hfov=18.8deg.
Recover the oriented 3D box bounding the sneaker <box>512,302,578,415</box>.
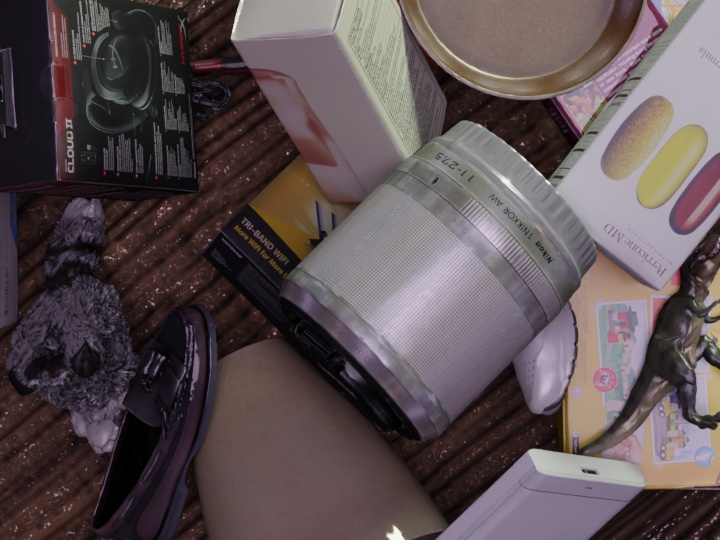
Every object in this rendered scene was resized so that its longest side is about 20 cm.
[{"bbox_3d":[0.113,0.022,1.691,0.087,0.075,0.201,-5,63,-18],"label":"sneaker"}]

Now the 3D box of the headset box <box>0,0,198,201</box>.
[{"bbox_3d":[-0.214,-0.133,1.666,0.077,0.200,0.149,-7,86,32],"label":"headset box"}]

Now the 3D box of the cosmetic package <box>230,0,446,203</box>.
[{"bbox_3d":[-0.012,-0.148,1.622,0.087,0.200,0.104,-1,54,23],"label":"cosmetic package"}]

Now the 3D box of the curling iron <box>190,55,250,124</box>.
[{"bbox_3d":[-0.059,-0.160,1.761,0.199,0.026,0.050,-12,105,-2],"label":"curling iron"}]

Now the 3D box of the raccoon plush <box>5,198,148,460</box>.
[{"bbox_3d":[-0.194,0.054,1.746,0.097,0.134,0.201,-2,61,40],"label":"raccoon plush"}]

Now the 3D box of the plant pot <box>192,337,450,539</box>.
[{"bbox_3d":[-0.053,0.161,1.704,0.187,0.187,0.200,-28,74,1],"label":"plant pot"}]

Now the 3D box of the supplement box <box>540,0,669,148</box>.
[{"bbox_3d":[0.190,-0.168,1.727,0.110,0.086,0.200,-34,91,1],"label":"supplement box"}]

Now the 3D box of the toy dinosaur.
[{"bbox_3d":[0.252,0.075,1.675,0.088,0.047,0.200,28,92,15],"label":"toy dinosaur"}]

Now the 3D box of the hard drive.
[{"bbox_3d":[0.113,0.213,1.681,0.200,0.132,0.027,-47,52,29],"label":"hard drive"}]

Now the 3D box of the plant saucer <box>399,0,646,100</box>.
[{"bbox_3d":[0.120,-0.228,1.652,0.199,0.034,0.201,0,88,-11],"label":"plant saucer"}]

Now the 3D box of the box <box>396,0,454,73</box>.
[{"bbox_3d":[0.038,-0.270,1.713,0.102,0.095,0.201,15,85,1],"label":"box"}]

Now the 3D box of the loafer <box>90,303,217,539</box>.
[{"bbox_3d":[-0.160,0.122,1.676,0.063,0.072,0.201,3,109,-32],"label":"loafer"}]

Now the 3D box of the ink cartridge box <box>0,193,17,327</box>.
[{"bbox_3d":[-0.342,-0.017,1.678,0.125,0.200,0.129,0,91,1],"label":"ink cartridge box"}]

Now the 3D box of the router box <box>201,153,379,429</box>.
[{"bbox_3d":[0.000,0.000,1.713,0.200,0.052,0.157,44,58,-1],"label":"router box"}]

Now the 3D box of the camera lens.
[{"bbox_3d":[0.053,0.011,1.581,0.200,0.160,0.160,-44,90,-8],"label":"camera lens"}]

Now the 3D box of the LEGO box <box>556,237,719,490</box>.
[{"bbox_3d":[0.231,0.074,1.735,0.148,0.077,0.201,-1,91,0],"label":"LEGO box"}]

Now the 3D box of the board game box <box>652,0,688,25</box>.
[{"bbox_3d":[0.336,-0.234,1.750,0.200,0.034,0.136,-38,91,1],"label":"board game box"}]

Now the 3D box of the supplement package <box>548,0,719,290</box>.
[{"bbox_3d":[0.238,-0.097,1.630,0.114,0.110,0.200,38,92,-2],"label":"supplement package"}]
